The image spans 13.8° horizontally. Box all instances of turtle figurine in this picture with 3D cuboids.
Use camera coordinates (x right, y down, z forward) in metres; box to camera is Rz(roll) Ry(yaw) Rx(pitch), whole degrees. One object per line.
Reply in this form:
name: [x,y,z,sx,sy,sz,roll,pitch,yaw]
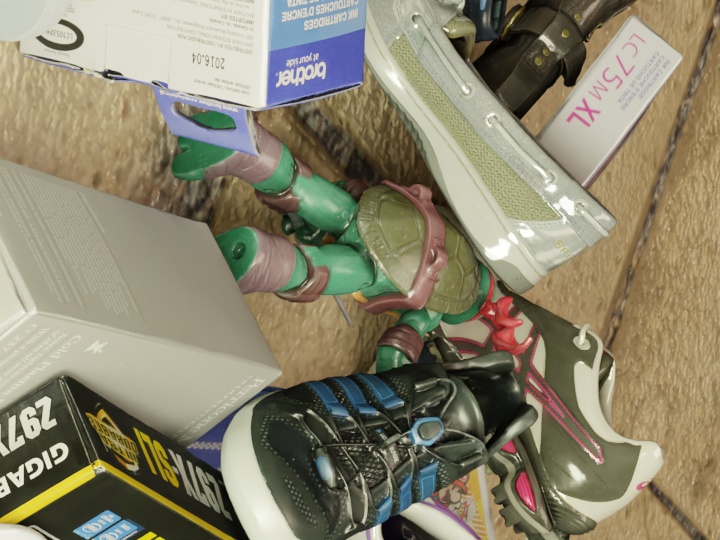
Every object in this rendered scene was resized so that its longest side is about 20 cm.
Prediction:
turtle figurine: [0.000,0.000,1.397,0.101,0.150,0.200,-43,136,20]

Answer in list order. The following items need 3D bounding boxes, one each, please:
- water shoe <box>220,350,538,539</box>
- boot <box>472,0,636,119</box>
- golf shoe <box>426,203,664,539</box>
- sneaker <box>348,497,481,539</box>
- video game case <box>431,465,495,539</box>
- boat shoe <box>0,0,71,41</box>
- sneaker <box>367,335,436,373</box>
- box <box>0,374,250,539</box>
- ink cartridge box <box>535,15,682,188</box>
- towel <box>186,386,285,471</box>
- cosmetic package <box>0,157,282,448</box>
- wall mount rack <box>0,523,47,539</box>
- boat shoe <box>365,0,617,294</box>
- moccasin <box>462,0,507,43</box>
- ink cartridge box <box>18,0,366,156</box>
water shoe: [0.010,0.068,1.269,0.072,0.079,0.200,64,26,2]
boot: [0.097,-0.133,1.581,0.174,0.069,0.200,-49,-177,-9]
golf shoe: [0.085,0.044,1.541,0.201,0.088,0.077,65,12,19]
sneaker: [0.041,0.164,1.422,0.073,0.114,0.201,-51,127,-10]
video game case: [-0.006,0.196,1.486,0.181,0.023,0.201,-22,117,-25]
boat shoe: [-0.133,-0.195,1.152,0.086,0.074,0.203,-39,124,-53]
sneaker: [0.030,0.136,1.563,0.075,0.084,0.201,12,90,-62]
box: [-0.131,0.127,1.200,0.159,0.050,0.200,-32,151,9]
ink cartridge box: [0.108,-0.060,1.550,0.120,0.042,0.200,-52,179,-5]
towel: [-0.101,0.147,1.357,0.144,0.024,0.201,6,99,-49]
cosmetic package: [-0.130,0.025,1.180,0.107,0.091,0.200,-37,155,19]
wall mount rack: [-0.189,0.179,1.114,0.173,0.075,0.200,1,140,-35]
boat shoe: [0.050,-0.087,1.427,0.203,0.065,0.074,62,10,19]
moccasin: [0.081,-0.196,1.541,0.080,0.068,0.201,49,58,-57]
ink cartridge box: [-0.067,-0.146,1.213,0.076,0.136,0.201,-15,114,-52]
